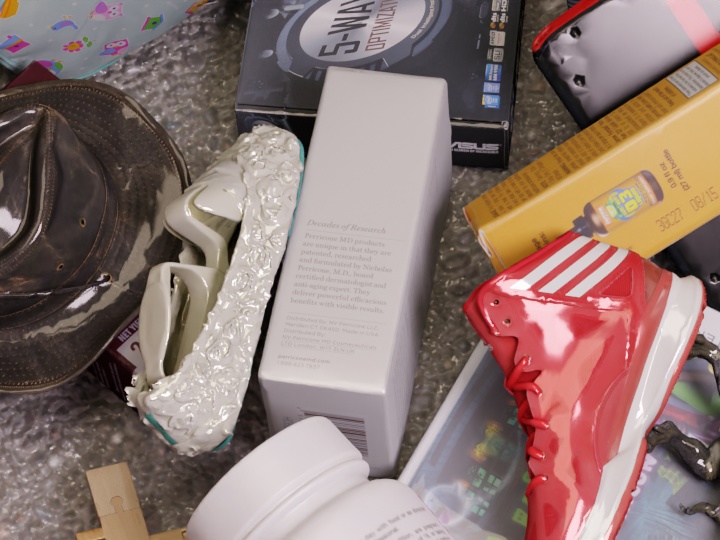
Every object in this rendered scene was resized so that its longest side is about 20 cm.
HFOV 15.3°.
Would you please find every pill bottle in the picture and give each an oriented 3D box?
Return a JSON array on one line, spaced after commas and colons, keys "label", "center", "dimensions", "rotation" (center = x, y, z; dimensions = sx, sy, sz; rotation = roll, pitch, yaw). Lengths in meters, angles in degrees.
[{"label": "pill bottle", "center": [0.010, 0.177, 1.330], "dimensions": [0.113, 0.113, 0.200], "rotation": [-36, 73, -17]}]

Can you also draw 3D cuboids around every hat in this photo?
[{"label": "hat", "center": [-0.191, -0.037, 1.433], "dimensions": [0.200, 0.081, 0.201], "rotation": [-3, 61, 5]}]

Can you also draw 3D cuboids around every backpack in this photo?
[{"label": "backpack", "center": [-0.149, -0.203, 1.549], "dimensions": [0.200, 0.167, 0.127], "rotation": [-30, 53, 15]}]

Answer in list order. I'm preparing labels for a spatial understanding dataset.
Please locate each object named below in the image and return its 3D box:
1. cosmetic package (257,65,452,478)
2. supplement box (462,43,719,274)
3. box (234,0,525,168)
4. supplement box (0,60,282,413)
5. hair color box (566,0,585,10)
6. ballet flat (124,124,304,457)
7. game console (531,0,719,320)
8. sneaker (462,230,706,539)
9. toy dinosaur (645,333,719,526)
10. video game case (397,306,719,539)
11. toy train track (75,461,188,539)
[{"label": "cosmetic package", "center": [0.000, 0.000, 1.458], "dimensions": [0.071, 0.102, 0.200], "rotation": [7, 59, 8]}, {"label": "supplement box", "center": [0.155, -0.054, 1.418], "dimensions": [0.200, 0.067, 0.069], "rotation": [-32, 18, 1]}, {"label": "box", "center": [0.017, -0.159, 1.585], "dimensions": [0.160, 0.044, 0.200], "rotation": [5, 59, 6]}, {"label": "supplement box", "center": [-0.148, -0.017, 1.499], "dimensions": [0.200, 0.061, 0.109], "rotation": [37, 69, 23]}, {"label": "hair color box", "center": [0.169, -0.144, 1.494], "dimensions": [0.100, 0.061, 0.200], "rotation": [-10, 99, -3]}, {"label": "ballet flat", "center": [-0.078, -0.001, 1.404], "dimensions": [0.072, 0.072, 0.200], "rotation": [7, 62, 7]}, {"label": "game console", "center": [0.216, -0.095, 1.465], "dimensions": [0.177, 0.031, 0.200], "rotation": [-35, 100, 4]}, {"label": "sneaker", "center": [0.089, 0.073, 1.365], "dimensions": [0.115, 0.078, 0.200], "rotation": [26, 71, -4]}, {"label": "toy dinosaur", "center": [0.194, 0.082, 1.404], "dimensions": [0.088, 0.047, 0.200], "rotation": [24, 61, -7]}, {"label": "video game case", "center": [0.135, 0.094, 1.431], "dimensions": [0.182, 0.023, 0.200], "rotation": [27, 64, 12]}, {"label": "toy train track", "center": [-0.079, 0.150, 1.415], "dimensions": [0.200, 0.033, 0.115], "rotation": [-13, 59, -13]}]
